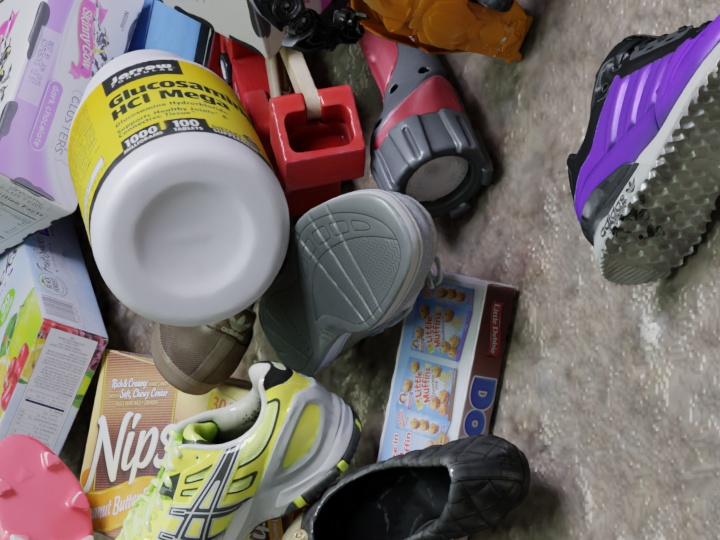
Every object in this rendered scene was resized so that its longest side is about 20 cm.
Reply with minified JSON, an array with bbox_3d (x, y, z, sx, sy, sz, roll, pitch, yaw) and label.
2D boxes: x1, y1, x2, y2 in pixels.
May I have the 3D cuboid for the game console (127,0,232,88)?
[{"bbox_3d":[-0.139,-0.139,1.848,0.176,0.031,0.202,13,92,54],"label":"game console"}]

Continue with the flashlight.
[{"bbox_3d":[0.014,-0.118,1.605,0.068,0.067,0.201,-56,43,33],"label":"flashlight"}]

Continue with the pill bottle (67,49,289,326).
[{"bbox_3d":[-0.111,-0.056,1.592,0.200,0.112,0.113,-118,48,-64],"label":"pill bottle"}]

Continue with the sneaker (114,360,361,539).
[{"bbox_3d":[-0.095,0.127,1.575,0.200,0.076,0.075,-42,24,5],"label":"sneaker"}]

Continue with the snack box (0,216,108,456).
[{"bbox_3d":[-0.230,0.058,1.861,0.143,0.053,0.200,-64,21,18],"label":"snack box"}]

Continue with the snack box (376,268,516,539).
[{"bbox_3d":[0.040,0.102,1.550,0.072,0.024,0.202,12,92,55],"label":"snack box"}]

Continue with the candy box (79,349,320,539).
[{"bbox_3d":[-0.100,0.122,1.709,0.199,0.055,0.116,12,92,55],"label":"candy box"}]

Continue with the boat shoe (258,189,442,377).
[{"bbox_3d":[0.001,0.002,1.546,0.075,0.065,0.202,56,153,11],"label":"boat shoe"}]

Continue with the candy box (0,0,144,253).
[{"bbox_3d":[-0.242,-0.101,1.878,0.200,0.071,0.169,-25,43,55],"label":"candy box"}]

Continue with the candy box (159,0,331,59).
[{"bbox_3d":[-0.117,-0.223,1.583,0.199,0.061,0.137,31,151,31],"label":"candy box"}]

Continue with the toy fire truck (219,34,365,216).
[{"bbox_3d":[-0.044,-0.108,1.637,0.141,0.048,0.201,92,164,-55],"label":"toy fire truck"}]

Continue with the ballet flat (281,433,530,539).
[{"bbox_3d":[0.014,0.129,1.509,0.200,0.057,0.067,-29,59,46],"label":"ballet flat"}]

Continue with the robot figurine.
[{"bbox_3d":[0.023,-0.180,1.494,0.058,0.199,0.146,48,119,47],"label":"robot figurine"}]

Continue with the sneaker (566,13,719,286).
[{"bbox_3d":[0.163,-0.095,1.393,0.201,0.069,0.100,-54,41,30],"label":"sneaker"}]

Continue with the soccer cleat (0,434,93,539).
[{"bbox_3d":[-0.186,0.199,1.743,0.201,0.066,0.076,60,154,-1],"label":"soccer cleat"}]

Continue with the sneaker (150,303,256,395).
[{"bbox_3d":[-0.082,-0.014,1.688,0.076,0.070,0.201,-42,34,35],"label":"sneaker"}]
